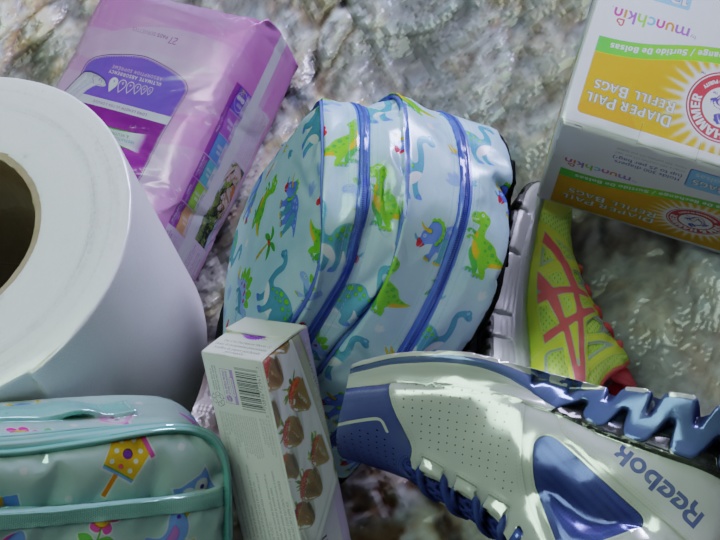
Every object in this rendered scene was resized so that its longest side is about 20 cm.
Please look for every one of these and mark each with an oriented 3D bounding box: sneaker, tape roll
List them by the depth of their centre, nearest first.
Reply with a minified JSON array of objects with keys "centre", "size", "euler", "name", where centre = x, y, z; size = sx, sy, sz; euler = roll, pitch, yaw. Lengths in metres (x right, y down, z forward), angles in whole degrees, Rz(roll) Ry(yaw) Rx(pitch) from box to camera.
[{"centre":[0.078,0.107,1.083],"size":[0.198,0.081,0.116],"euler":[8,70,18],"name":"sneaker"},{"centre":[0.098,0.039,1.236],"size":[0.078,0.090,0.201],"euler":[118,167,-46],"name":"sneaker"},{"centre":[-0.194,0.019,1.265],"size":[0.201,0.139,0.204],"euler":[-8,56,12],"name":"tape roll"}]

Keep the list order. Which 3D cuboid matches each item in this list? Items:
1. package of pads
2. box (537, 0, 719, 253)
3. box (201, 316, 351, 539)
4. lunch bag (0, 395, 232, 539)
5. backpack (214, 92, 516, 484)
[{"centre":[-0.132,-0.066,1.423],"size":[0.120,0.076,0.201],"euler":[16,72,30],"name":"package of pads"},{"centre":[0.172,-0.126,1.233],"size":[0.112,0.101,0.201],"euler":[18,70,3],"name":"box"},{"centre":[-0.034,0.119,1.190],"size":[0.041,0.201,0.039],"euler":[8,31,36],"name":"box"},{"centre":[-0.160,0.138,1.155],"size":[0.077,0.199,0.161],"euler":[-143,52,-61],"name":"lunch bag"},{"centre":[0.000,0.000,1.219],"size":[0.200,0.153,0.164],"euler":[-31,39,41],"name":"backpack"}]
